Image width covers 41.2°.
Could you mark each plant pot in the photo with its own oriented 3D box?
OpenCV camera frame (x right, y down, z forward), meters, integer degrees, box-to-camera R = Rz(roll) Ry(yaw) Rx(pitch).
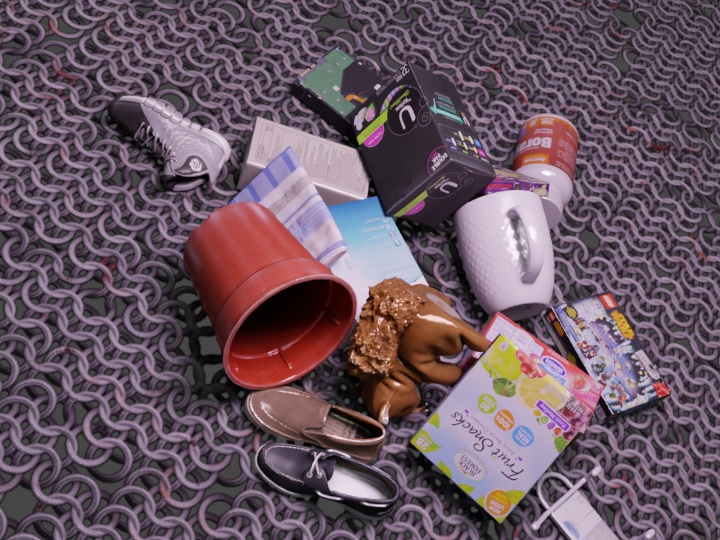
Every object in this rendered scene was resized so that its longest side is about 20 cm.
[{"bbox_3d":[-0.138,0.021,1.310,0.199,0.202,0.196,-15,49,-30],"label":"plant pot"}]

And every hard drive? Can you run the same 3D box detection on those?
[{"bbox_3d":[-0.007,-0.296,1.680,0.200,0.038,0.140,39,52,4],"label":"hard drive"}]

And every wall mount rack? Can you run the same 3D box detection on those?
[{"bbox_3d":[0.316,0.372,1.343,0.173,0.075,0.200,-29,72,-35],"label":"wall mount rack"}]

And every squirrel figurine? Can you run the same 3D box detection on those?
[{"bbox_3d":[0.047,0.116,1.332,0.199,0.187,0.142,26,15,-41],"label":"squirrel figurine"}]

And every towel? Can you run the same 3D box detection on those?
[{"bbox_3d":[-0.112,-0.065,1.422,0.024,0.147,0.201,11,45,-57],"label":"towel"}]

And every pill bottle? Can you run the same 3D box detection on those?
[{"bbox_3d":[0.321,-0.172,1.688,0.111,0.112,0.201,22,52,-8],"label":"pill bottle"}]

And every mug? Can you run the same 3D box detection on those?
[{"bbox_3d":[0.239,-0.026,1.502,0.146,0.200,0.177,-5,70,-12],"label":"mug"}]

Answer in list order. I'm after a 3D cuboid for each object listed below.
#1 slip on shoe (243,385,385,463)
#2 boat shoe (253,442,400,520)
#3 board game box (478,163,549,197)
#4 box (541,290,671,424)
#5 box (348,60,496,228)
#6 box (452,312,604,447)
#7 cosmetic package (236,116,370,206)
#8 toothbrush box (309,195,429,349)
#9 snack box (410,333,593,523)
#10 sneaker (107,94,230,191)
[{"bbox_3d":[-0.059,0.204,1.306,0.199,0.061,0.076,26,52,-5],"label":"slip on shoe"},{"bbox_3d":[-0.042,0.269,1.269,0.198,0.060,0.076,19,53,-11],"label":"boat shoe"},{"bbox_3d":[0.213,-0.155,1.604,0.119,0.033,0.200,-5,17,-23],"label":"board game box"},{"bbox_3d":[0.400,0.137,1.560,0.136,0.040,0.201,-13,64,-30],"label":"box"},{"bbox_3d":[0.096,-0.196,1.517,0.124,0.148,0.201,12,49,-46],"label":"box"},{"bbox_3d":[0.248,0.171,1.436,0.199,0.096,0.100,35,53,3],"label":"box"},{"bbox_3d":[-0.088,-0.158,1.530,0.198,0.073,0.104,17,53,-11],"label":"cosmetic package"},{"bbox_3d":[0.000,0.000,1.453,0.145,0.085,0.201,-15,64,-32],"label":"toothbrush box"},{"bbox_3d":[0.194,0.217,1.336,0.168,0.068,0.200,40,91,6],"label":"snack box"},{"bbox_3d":[-0.303,-0.186,1.459,0.198,0.075,0.116,22,54,-9],"label":"sneaker"}]
